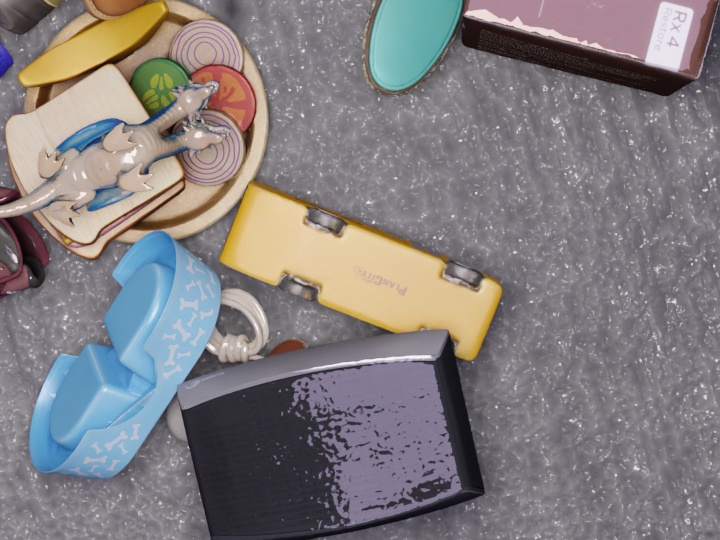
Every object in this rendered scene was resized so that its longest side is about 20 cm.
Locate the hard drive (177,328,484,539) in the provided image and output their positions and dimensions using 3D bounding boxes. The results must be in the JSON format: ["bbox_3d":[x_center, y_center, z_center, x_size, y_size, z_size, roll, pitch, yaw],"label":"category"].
[{"bbox_3d":[-0.023,0.121,1.426,0.200,0.042,0.135,-12,95,8],"label":"hard drive"}]

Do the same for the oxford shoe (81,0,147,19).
[{"bbox_3d":[-0.119,-0.251,1.469,0.200,0.071,0.071,-45,133,-14],"label":"oxford shoe"}]

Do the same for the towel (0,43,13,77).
[{"bbox_3d":[-0.370,-0.145,1.489,0.148,0.050,0.200,42,68,2],"label":"towel"}]

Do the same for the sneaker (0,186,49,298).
[{"bbox_3d":[-0.290,0.027,1.501,0.115,0.076,0.200,7,92,19],"label":"sneaker"}]

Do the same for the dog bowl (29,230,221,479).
[{"bbox_3d":[-0.170,0.067,1.486,0.050,0.111,0.200,27,106,-29],"label":"dog bowl"}]

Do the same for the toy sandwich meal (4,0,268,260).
[{"bbox_3d":[-0.168,-0.109,1.507,0.205,0.070,0.205,0,91,3],"label":"toy sandwich meal"}]

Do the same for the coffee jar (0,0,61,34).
[{"bbox_3d":[-0.224,-0.274,1.499,0.104,0.085,0.200,41,93,2],"label":"coffee jar"}]

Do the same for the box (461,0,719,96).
[{"bbox_3d":[0.168,-0.224,1.424,0.164,0.200,0.166,15,91,3],"label":"box"}]

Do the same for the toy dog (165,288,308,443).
[{"bbox_3d":[-0.033,0.096,1.509,0.200,0.096,0.132,19,97,16],"label":"toy dog"}]

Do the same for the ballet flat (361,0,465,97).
[{"bbox_3d":[0.050,-0.224,1.493,0.068,0.075,0.200,17,96,-12],"label":"ballet flat"}]

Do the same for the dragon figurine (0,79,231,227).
[{"bbox_3d":[-0.185,-0.074,1.445,0.200,0.099,0.059,-24,97,12],"label":"dragon figurine"}]

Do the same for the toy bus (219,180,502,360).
[{"bbox_3d":[0.000,0.000,1.491,0.200,0.078,0.065,21,94,-4],"label":"toy bus"}]
